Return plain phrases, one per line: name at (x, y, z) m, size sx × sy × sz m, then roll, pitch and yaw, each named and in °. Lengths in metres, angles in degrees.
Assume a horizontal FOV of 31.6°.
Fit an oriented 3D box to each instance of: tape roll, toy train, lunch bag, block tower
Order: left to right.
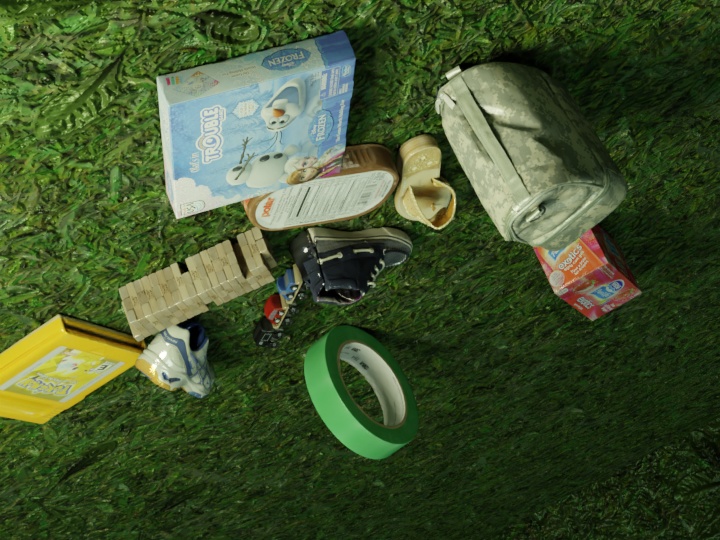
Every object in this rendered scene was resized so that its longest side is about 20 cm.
block tower at (-0.201, 0.017, 1.564) m, size 0.198 × 0.055 × 0.058 m, roll -25°, pitch 155°, yaw 2°
toy train at (-0.109, 0.050, 1.738) m, size 0.045 × 0.035 × 0.201 m, roll 2°, pitch 147°, yaw -21°
tape roll at (0.003, 0.179, 1.885) m, size 0.048 × 0.202 × 0.199 m, roll -37°, pitch 152°, yaw 28°
lunch bag at (0.181, -0.134, 1.435) m, size 0.139 × 0.202 × 0.167 m, roll -38°, pitch 155°, yaw 24°

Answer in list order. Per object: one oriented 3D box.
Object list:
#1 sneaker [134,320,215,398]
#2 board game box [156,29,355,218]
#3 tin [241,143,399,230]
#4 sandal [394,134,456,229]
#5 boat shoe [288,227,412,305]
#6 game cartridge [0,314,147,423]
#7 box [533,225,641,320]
sneaker at (-0.227, 0.115, 1.712) m, size 0.089 × 0.075 × 0.200 m, roll -55°, pitch 168°, yaw 1°
board game box at (-0.108, -0.148, 1.328) m, size 0.196 × 0.044 × 0.201 m, roll -16°, pitch 152°, yaw -14°
tin at (-0.045, -0.097, 1.497) m, size 0.197 × 0.042 × 0.113 m, roll -10°, pitch 148°, yaw -26°
sandal at (0.086, -0.086, 1.591) m, size 0.077 × 0.070 × 0.212 m, roll -22°, pitch 155°, yaw -2°
boat shoe at (0.000, 0.000, 1.658) m, size 0.198 × 0.094 × 0.075 m, roll -1°, pitch 148°, yaw -39°
game cartridge at (-0.401, 0.133, 1.647) m, size 0.199 × 0.033 × 0.176 m, roll -34°, pitch 153°, yaw 18°
box at (0.345, -0.006, 1.937) m, size 0.095 × 0.101 × 0.200 m, roll -31°, pitch 154°, yaw 17°
